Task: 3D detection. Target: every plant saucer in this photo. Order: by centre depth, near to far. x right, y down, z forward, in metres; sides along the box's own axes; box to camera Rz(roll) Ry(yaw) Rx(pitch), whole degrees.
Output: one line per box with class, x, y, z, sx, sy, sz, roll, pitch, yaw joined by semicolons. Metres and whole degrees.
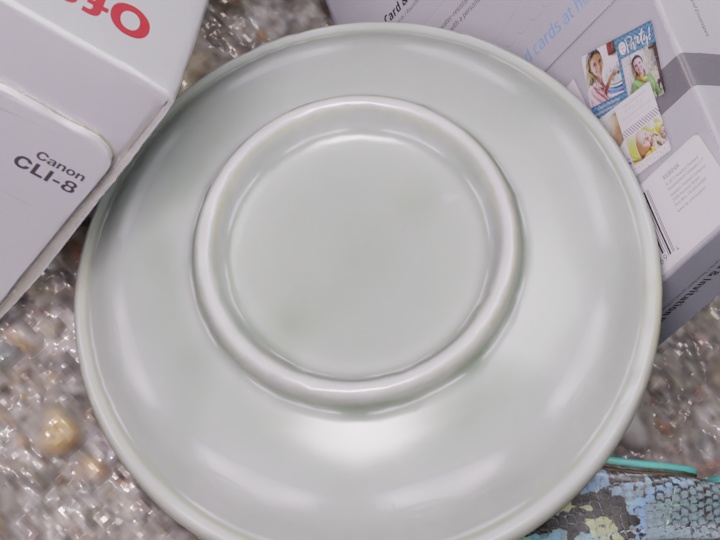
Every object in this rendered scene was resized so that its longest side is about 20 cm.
plant saucer;0.000;0.000;0.889;0.198;0.050;0.202;-2;67;5

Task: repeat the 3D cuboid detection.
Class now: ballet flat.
ballet flat;0.113;0.101;0.956;0.199;0.074;0.075;4;56;-28

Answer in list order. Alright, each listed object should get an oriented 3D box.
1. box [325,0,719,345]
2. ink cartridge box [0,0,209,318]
box;0.069;-0.065;0.981;0.041;0.156;0.201;0;58;-38
ink cartridge box;-0.129;-0.117;0.891;0.145;0.145;0.201;29;46;-15
